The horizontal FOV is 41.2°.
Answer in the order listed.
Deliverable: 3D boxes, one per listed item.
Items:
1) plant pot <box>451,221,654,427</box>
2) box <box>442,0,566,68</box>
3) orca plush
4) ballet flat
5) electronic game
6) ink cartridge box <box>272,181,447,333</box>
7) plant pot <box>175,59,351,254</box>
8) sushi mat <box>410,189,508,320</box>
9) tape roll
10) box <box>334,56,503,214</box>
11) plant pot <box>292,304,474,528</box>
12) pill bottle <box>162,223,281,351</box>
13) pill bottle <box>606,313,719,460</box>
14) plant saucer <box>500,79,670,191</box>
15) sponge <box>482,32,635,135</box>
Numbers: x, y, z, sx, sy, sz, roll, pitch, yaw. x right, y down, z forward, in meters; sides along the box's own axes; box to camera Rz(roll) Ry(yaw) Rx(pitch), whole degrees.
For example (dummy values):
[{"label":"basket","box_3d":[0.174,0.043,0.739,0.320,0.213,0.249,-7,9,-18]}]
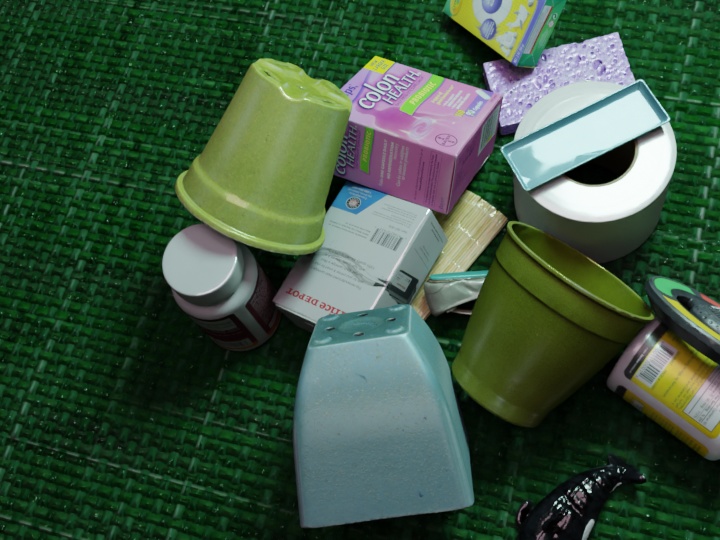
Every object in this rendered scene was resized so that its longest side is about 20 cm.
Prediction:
[{"label":"plant pot","box_3d":[0.212,0.077,1.150,0.200,0.200,0.193,37,108,21]},{"label":"box","box_3d":[0.197,-0.391,1.377,0.048,0.118,0.200,-5,39,-38]},{"label":"orca plush","box_3d":[0.251,0.294,1.127,0.200,0.071,0.105,-31,66,-3]},{"label":"ballet flat","box_3d":[0.184,0.023,1.262,0.199,0.067,0.064,-10,95,3]},{"label":"electronic game","box_3d":[0.425,0.068,1.132,0.200,0.200,0.042,37,111,21]},{"label":"ink cartridge box","box_3d":[0.000,0.000,1.269,0.144,0.084,0.200,22,73,33]},{"label":"plant pot","box_3d":[-0.104,-0.151,1.185,0.200,0.200,0.185,34,114,20]},{"label":"sushi mat","box_3d":[0.105,-0.024,1.313,0.096,0.012,0.200,37,79,21]},{"label":"tape roll","box_3d":[0.300,-0.126,1.252,0.202,0.139,0.203,-3,68,9]},{"label":"box","box_3d":[0.067,-0.189,1.302,0.199,0.097,0.176,21,43,18]},{"label":"plant pot","box_3d":[0.018,0.153,1.116,0.196,0.196,0.201,-8,103,6]},{"label":"pill bottle","box_3d":[-0.178,0.023,1.242,0.114,0.200,0.115,-3,67,8]},{"label":"pill bottle","box_3d":[0.405,0.151,1.135,0.200,0.114,0.114,38,79,21]},{"label":"plant saucer","box_3d":[0.277,-0.165,1.187,0.199,0.019,0.070,-26,66,-2]},{"label":"sponge","box_3d":[0.284,-0.267,1.371,0.199,0.030,0.112,-12,66,5]}]
